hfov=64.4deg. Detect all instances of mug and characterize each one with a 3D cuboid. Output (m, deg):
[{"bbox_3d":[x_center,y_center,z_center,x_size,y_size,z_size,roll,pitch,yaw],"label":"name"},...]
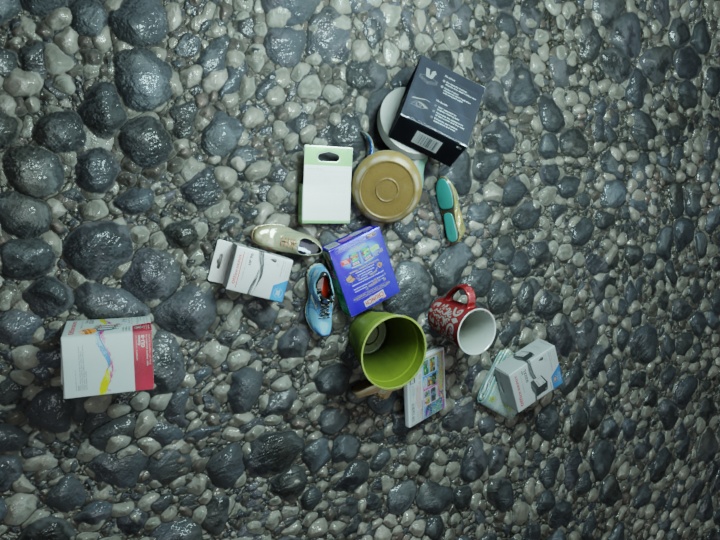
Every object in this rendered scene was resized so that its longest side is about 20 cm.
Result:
[{"bbox_3d":[0.301,0.136,1.702,0.131,0.199,0.182,21,91,-24],"label":"mug"}]

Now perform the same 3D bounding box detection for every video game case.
[{"bbox_3d":[0.199,0.357,1.764,0.179,0.023,0.207,-15,106,-42],"label":"video game case"}]

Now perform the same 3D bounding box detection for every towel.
[{"bbox_3d":[0.495,0.382,1.915,0.169,0.048,0.204,30,88,-24],"label":"towel"}]

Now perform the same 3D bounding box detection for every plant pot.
[{"bbox_3d":[0.072,-0.221,1.552,0.193,0.028,0.206,0,113,0],"label":"plant pot"},{"bbox_3d":[0.056,0.201,1.611,0.195,0.192,0.207,-5,102,-22],"label":"plant pot"}]

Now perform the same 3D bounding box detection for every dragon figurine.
[{"bbox_3d":[0.029,-0.277,1.584,0.098,0.059,0.203,-34,112,-14],"label":"dragon figurine"}]

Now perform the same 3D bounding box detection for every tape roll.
[{"bbox_3d":[0.141,-0.407,1.573,0.197,0.037,0.209,5,72,-15],"label":"tape roll"}]

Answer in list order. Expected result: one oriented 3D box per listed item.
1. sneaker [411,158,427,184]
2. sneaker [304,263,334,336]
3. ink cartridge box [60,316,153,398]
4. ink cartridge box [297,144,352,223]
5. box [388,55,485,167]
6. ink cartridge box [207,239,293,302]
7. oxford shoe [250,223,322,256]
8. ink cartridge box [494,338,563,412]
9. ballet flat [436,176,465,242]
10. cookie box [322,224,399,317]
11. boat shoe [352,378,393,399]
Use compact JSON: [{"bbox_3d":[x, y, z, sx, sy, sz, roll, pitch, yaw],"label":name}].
[{"bbox_3d":[0.163,-0.313,1.642,0.204,0.072,0.119,-63,154,-23],"label":"sneaker"},{"bbox_3d":[-0.110,0.088,1.575,0.076,0.090,0.206,-10,104,-20],"label":"sneaker"},{"bbox_3d":[-0.597,0.201,1.355,0.194,0.145,0.149,-3,101,-23],"label":"ink cartridge box"},{"bbox_3d":[-0.095,-0.230,1.545,0.141,0.048,0.207,-2,100,-23],"label":"ink cartridge box"},{"bbox_3d":[0.202,-0.419,1.511,0.192,0.118,0.204,24,69,-7],"label":"box"},{"bbox_3d":[-0.288,0.001,1.494,0.195,0.068,0.119,15,94,-24],"label":"ink cartridge box"},{"bbox_3d":[-0.191,-0.081,1.517,0.195,0.074,0.073,8,97,-24],"label":"oxford shoe"},{"bbox_3d":[0.548,0.340,1.860,0.196,0.083,0.149,-27,111,-18],"label":"ink cartridge box"},{"bbox_3d":[0.273,-0.187,1.709,0.069,0.070,0.206,-20,106,-18],"label":"ballet flat"},{"bbox_3d":[0.000,0.000,1.614,0.168,0.075,0.205,-25,108,-17],"label":"cookie box"},{"bbox_3d":[0.070,0.350,1.711,0.195,0.073,0.071,-17,100,-20],"label":"boat shoe"}]
